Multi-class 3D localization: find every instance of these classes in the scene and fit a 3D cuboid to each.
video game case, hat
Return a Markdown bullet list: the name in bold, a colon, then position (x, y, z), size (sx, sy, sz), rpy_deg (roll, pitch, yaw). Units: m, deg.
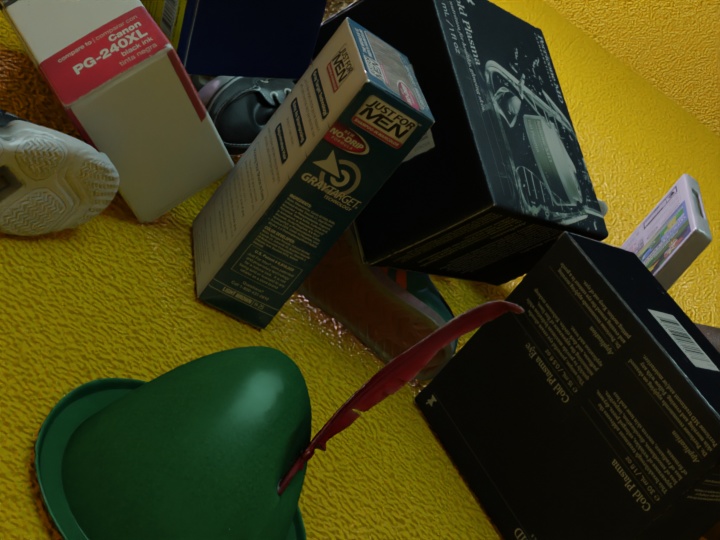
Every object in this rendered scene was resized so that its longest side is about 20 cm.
- **video game case**: position (0.265, 0.010, 1.145), size (0.022, 0.200, 0.182), rpy_deg (36, 23, -3)
- **hat**: position (-0.046, 0.060, 0.612), size (0.166, 0.176, 0.200), rpy_deg (40, 23, 1)

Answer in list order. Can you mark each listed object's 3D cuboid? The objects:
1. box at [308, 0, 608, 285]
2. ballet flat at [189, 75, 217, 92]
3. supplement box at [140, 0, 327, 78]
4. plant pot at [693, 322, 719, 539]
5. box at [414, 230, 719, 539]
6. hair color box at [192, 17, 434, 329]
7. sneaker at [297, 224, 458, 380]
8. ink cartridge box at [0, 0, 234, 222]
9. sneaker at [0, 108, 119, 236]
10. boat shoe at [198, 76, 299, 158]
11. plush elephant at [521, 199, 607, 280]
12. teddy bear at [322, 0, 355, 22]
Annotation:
- **box**: position (0.079, -0.105, 0.934), size (0.196, 0.124, 0.201), rpy_deg (9, 62, -55)
- **ballet flat**: position (-0.157, -0.170, 1.004), size (0.069, 0.063, 0.200), rpy_deg (49, 25, 21)
- **supplement box**: position (-0.118, -0.245, 0.921), size (0.109, 0.110, 0.200), rpy_deg (-4, 37, -33)
- **plant pot**: position (0.265, 0.116, 1.019), size (0.199, 0.187, 0.187), rpy_deg (25, 24, -1)
- **box**: position (0.170, 0.109, 0.849), size (0.104, 0.182, 0.200), rpy_deg (13, 36, -48)
- **hair color box**: position (-0.039, -0.066, 0.821), size (0.060, 0.200, 0.100), rpy_deg (27, 26, -27)
- **sneaker**: position (0.000, 0.000, 0.938), size (0.200, 0.071, 0.080), rpy_deg (46, 22, -6)
- **ink cartridge box**: position (-0.187, -0.156, 0.834), size (0.200, 0.083, 0.145), rpy_deg (54, -6, 30)
- **sneaker**: position (-0.243, -0.089, 0.712), size (0.200, 0.076, 0.114), rpy_deg (9, 38, -50)
- **boat shoe**: position (-0.070, -0.139, 1.026), size (0.066, 0.070, 0.200), rpy_deg (4, 14, 30)
- **plush elephant**: position (0.176, -0.046, 1.158), size (0.154, 0.165, 0.200), rpy_deg (16, 44, 13)
- **teddy bear**: position (-0.103, -0.217, 1.074), size (0.199, 0.067, 0.145), rpy_deg (1, -6, -17)
